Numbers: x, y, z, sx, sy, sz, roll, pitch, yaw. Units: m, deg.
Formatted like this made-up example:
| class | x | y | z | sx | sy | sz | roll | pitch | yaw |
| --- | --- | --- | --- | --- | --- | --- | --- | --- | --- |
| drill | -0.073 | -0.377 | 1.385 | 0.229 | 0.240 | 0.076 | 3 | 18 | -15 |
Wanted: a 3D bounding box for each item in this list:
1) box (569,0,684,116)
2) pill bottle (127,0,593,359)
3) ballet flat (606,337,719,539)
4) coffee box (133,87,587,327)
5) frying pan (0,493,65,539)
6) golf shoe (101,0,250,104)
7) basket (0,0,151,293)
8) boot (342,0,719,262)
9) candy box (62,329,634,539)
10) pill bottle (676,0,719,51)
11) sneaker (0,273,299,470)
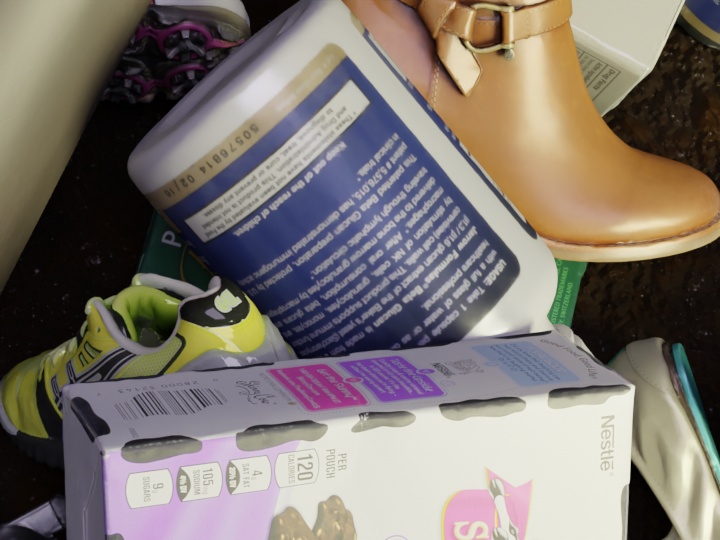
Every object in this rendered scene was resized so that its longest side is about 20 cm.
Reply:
| class | x | y | z | sx | sy | sz | roll | pitch | yaw |
| --- | --- | --- | --- | --- | --- | --- | --- | --- | --- |
| box | 0.049 | -0.154 | 0.984 | 0.199 | 0.095 | 0.078 | 29 | 73 | -5 |
| pill bottle | 0.009 | -0.003 | 0.859 | 0.111 | 0.111 | 0.200 | -44 | 101 | -15 |
| ballet flat | 0.154 | 0.130 | 0.971 | 0.069 | 0.069 | 0.201 | -21 | 82 | -13 |
| coffee box | 0.000 | 0.000 | 0.971 | 0.199 | 0.044 | 0.124 | 16 | 75 | -8 |
| frying pan | -0.145 | 0.119 | 0.867 | 0.190 | 0.115 | 0.031 | -37 | 93 | 12 |
| golf shoe | -0.144 | -0.131 | 0.943 | 0.199 | 0.073 | 0.093 | 8 | 62 | 2 |
| basket | -0.177 | -0.082 | 0.838 | 0.180 | 0.136 | 0.200 | 36 | 94 | -13 |
| boot | 0.074 | -0.094 | 0.914 | 0.199 | 0.077 | 0.156 | 13 | 111 | 3 |
| candy box | -0.004 | 0.120 | 0.781 | 0.199 | 0.072 | 0.169 | -6 | 107 | -19 |
| pill bottle | 0.211 | -0.175 | 0.962 | 0.111 | 0.200 | 0.113 | 2 | 78 | -10 |
| sneaker | -0.089 | 0.037 | 0.876 | 0.075 | 0.199 | 0.077 | -33 | 108 | -38 |
